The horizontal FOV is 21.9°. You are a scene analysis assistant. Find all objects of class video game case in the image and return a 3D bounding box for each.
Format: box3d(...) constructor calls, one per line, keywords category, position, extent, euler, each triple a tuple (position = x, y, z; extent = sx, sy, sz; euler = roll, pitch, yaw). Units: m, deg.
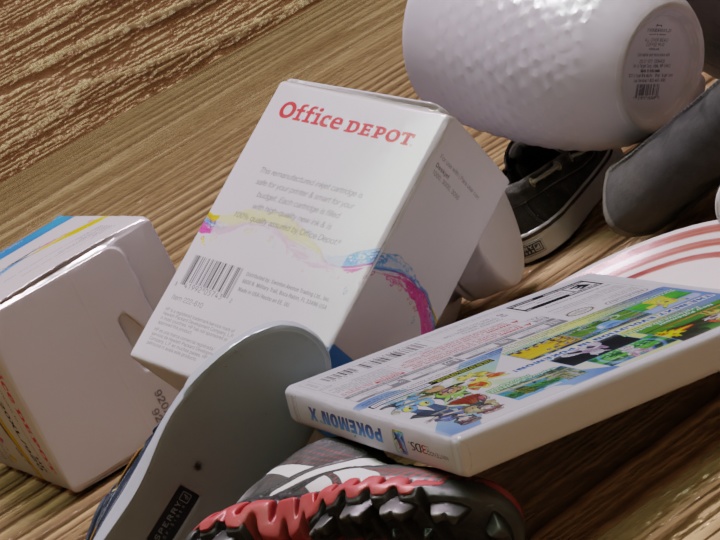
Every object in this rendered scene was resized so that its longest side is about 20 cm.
box3d(category="video game case", position=(0.087, 0.046, 0.927), extent=(0.199, 0.022, 0.182), euler=(-19, 12, -25))

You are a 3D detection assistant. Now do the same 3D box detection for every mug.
box3d(category="mug", position=(0.158, -0.151, 1.294), extent=(0.199, 0.148, 0.175), euler=(12, 7, -45))

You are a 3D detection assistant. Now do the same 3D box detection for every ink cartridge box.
box3d(category="ink cartridge box", position=(-0.213, 0.056, 1.369), extent=(0.144, 0.148, 0.200), euler=(-33, 14, -22))
box3d(category="ink cartridge box", position=(-0.023, -0.003, 1.108), extent=(0.144, 0.085, 0.201), euler=(16, 73, 42))

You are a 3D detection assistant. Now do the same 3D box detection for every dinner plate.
box3d(category="dinner plate", position=(0.152, 0.027, 1.052), extent=(0.199, 0.024, 0.200), euler=(-25, 14, 7))

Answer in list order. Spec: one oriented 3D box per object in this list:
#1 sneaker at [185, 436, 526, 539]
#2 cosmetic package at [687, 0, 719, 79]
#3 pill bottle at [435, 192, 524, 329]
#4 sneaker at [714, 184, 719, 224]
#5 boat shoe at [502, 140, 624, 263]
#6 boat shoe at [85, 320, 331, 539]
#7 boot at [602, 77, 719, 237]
box3d(category="sneaker", position=(0.006, 0.117, 0.896), extent=(0.200, 0.071, 0.098), euler=(-16, 20, 43))
box3d(category="cosmetic package", position=(0.270, -0.235, 1.360), extent=(0.200, 0.199, 0.124), euler=(-1, 69, 63))
box3d(category="pill bottle", position=(0.000, 0.000, 1.231), extent=(0.199, 0.120, 0.120), euler=(-21, 15, 24))
box3d(category="sneaker", position=(0.284, -0.023, 0.937), extent=(0.200, 0.076, 0.116), euler=(-17, 36, 13))
box3d(category="boat shoe", position=(0.140, -0.075, 1.352), extent=(0.070, 0.064, 0.200), euler=(-21, 15, 26))
box3d(category="boat shoe", position=(-0.092, 0.105, 1.015), extent=(0.201, 0.071, 0.091), euler=(-53, 12, 3))
box3d(category="boot", position=(0.219, -0.085, 1.129), extent=(0.200, 0.073, 0.182), euler=(-32, -1, 37))
